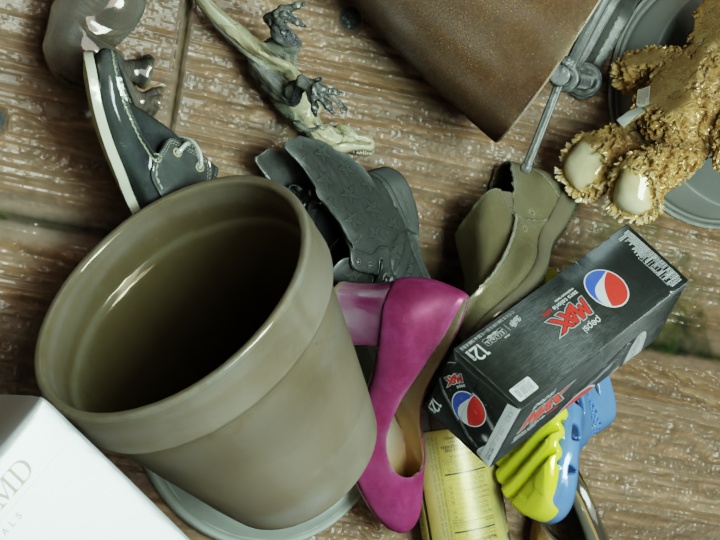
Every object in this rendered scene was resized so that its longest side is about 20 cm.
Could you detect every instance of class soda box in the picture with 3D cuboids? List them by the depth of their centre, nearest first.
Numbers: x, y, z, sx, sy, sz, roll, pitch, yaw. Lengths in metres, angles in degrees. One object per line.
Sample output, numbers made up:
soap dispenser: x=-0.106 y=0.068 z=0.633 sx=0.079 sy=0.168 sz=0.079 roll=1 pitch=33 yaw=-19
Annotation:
soda box: x=0.136 y=0.050 z=1.710 sx=0.063 sy=0.071 sz=0.200 roll=42 pitch=48 yaw=18

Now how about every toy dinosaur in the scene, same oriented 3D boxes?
toy dinosaur: x=-0.054 y=-0.143 z=1.717 sx=0.047 sy=0.088 sz=0.200 roll=-47 pitch=109 yaw=-20

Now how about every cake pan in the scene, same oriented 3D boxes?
cake pan: x=0.282 y=-0.133 z=1.919 sx=0.200 sy=0.037 sz=0.201 roll=1 pitch=88 yaw=-27

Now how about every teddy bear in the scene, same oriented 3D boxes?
teddy bear: x=0.231 y=-0.110 z=1.806 sx=0.200 sy=0.145 sz=0.067 roll=-58 pitch=132 yaw=-26

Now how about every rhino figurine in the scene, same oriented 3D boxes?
rhino figurine: x=-0.157 y=-0.208 z=1.678 sx=0.087 sy=0.060 sz=0.201 roll=16 pitch=86 yaw=-26

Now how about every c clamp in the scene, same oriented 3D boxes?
c clamp: x=0.163 y=-0.160 z=1.798 sx=0.027 sy=0.200 sz=0.171 roll=26 pitch=103 yaw=9

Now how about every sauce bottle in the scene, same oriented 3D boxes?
sauce bottle: x=0.074 y=0.186 z=1.794 sx=0.065 sy=0.065 sz=0.201 roll=-12 pitch=96 yaw=-27

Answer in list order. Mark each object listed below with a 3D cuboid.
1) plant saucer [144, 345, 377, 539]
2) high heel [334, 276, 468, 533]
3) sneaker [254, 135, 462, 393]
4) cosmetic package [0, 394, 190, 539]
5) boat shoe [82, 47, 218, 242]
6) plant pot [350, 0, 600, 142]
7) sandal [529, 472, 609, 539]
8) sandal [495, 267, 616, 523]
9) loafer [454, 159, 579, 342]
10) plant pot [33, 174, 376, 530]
plant saucer: x=-0.058 y=0.093 z=1.734 sx=0.200 sy=0.050 sz=0.201 roll=1 pitch=88 yaw=-27
high heel: x=0.042 y=0.095 z=1.713 sx=0.067 sy=0.096 sz=0.201 roll=-41 pitch=128 yaw=-55
sneaker: x=0.002 y=-0.001 z=1.745 sx=0.104 sy=0.060 sz=0.200 roll=-17 pitch=88 yaw=-49
cosmetic package: x=-0.212 y=0.204 z=1.588 sx=0.200 sy=0.166 sz=0.167 roll=47 pitch=71 yaw=-18
boat shoe: x=-0.130 y=-0.067 z=1.661 sx=0.067 sy=0.072 sz=0.200 roll=-23 pitch=121 yaw=1
plant pot: x=0.063 y=-0.222 z=1.741 sx=0.200 sy=0.187 sz=0.187 roll=33 pitch=74 yaw=-3
sandal: x=0.153 y=0.213 z=1.838 sx=0.054 sy=0.082 sz=0.201 roll=-15 pitch=104 yaw=-5
sandal: x=0.148 y=0.092 z=1.789 sx=0.087 sy=0.079 sz=0.200 roll=25 pitch=53 yaw=-23
loafer: x=0.097 y=-0.011 z=1.777 sx=0.067 sy=0.076 sz=0.200 roll=32 pitch=34 yaw=0
plant pot: x=-0.079 y=0.068 z=1.603 sx=0.200 sy=0.200 sz=0.174 roll=-52 pitch=129 yaw=-18
